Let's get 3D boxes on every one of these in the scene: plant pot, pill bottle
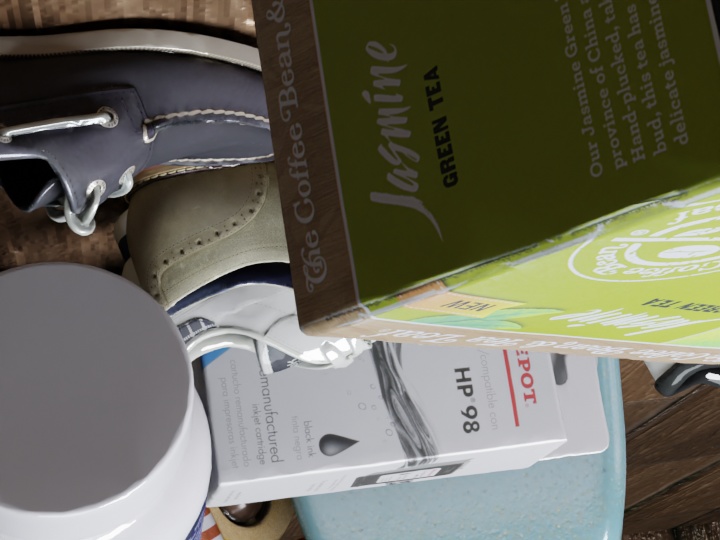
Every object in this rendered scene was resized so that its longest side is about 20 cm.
[{"bbox_3d":[0.058,0.119,1.012,0.195,0.201,0.196,-10,166,6],"label":"plant pot"},{"bbox_3d":[-0.115,0.084,0.690,0.115,0.116,0.200,-6,153,-12],"label":"pill bottle"}]

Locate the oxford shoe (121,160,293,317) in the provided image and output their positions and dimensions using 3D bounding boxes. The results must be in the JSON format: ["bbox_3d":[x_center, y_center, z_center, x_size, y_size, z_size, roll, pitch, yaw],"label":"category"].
[{"bbox_3d":[0.010,-0.021,0.679,0.199,0.074,0.071,-7,166,-6],"label":"oxford shoe"}]

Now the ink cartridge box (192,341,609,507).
[{"bbox_3d":[0.021,0.035,0.830,0.199,0.116,0.067,-6,165,-12],"label":"ink cartridge box"}]

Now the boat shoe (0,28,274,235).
[{"bbox_3d":[-0.103,-0.037,0.568,0.199,0.063,0.073,0,164,-31],"label":"boat shoe"}]

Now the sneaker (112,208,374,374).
[{"bbox_3d":[0.000,0.000,0.750,0.199,0.081,0.076,-11,164,-4],"label":"sneaker"}]

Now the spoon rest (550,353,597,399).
[{"bbox_3d":[0.019,0.037,0.908,0.199,0.100,0.061,3,155,-2],"label":"spoon rest"}]

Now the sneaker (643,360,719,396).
[{"bbox_3d":[0.193,0.001,0.749,0.199,0.116,0.081,-23,166,0],"label":"sneaker"}]

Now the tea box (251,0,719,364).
[{"bbox_3d":[0.109,-0.065,0.442,0.196,0.134,0.199,-20,162,40],"label":"tea box"}]

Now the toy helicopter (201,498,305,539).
[{"bbox_3d":[-0.084,0.159,0.977,0.079,0.201,0.132,-17,129,40],"label":"toy helicopter"}]
